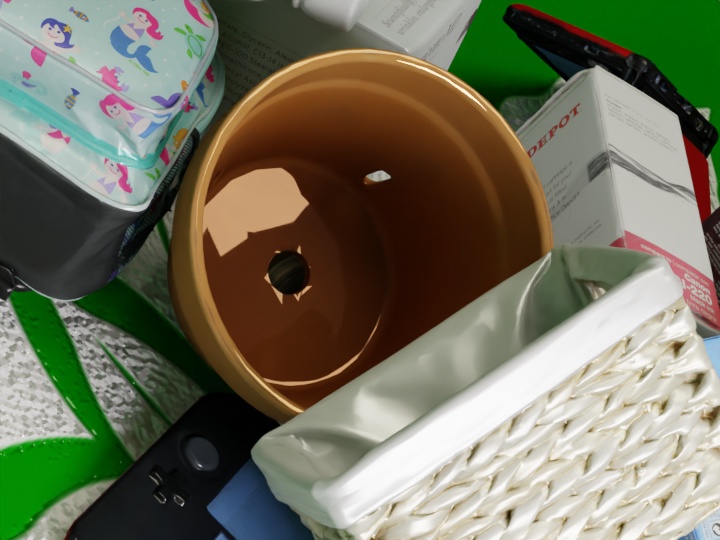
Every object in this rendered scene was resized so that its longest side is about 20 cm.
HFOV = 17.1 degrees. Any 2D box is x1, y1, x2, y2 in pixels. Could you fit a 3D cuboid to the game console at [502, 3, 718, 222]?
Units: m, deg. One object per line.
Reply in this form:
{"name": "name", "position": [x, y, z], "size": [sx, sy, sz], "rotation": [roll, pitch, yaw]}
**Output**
{"name": "game console", "position": [0.179, -0.085, 1.707], "size": [0.172, 0.119, 0.200], "rotation": [27, -1, 26]}

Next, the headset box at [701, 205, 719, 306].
{"name": "headset box", "position": [0.295, -0.006, 1.640], "size": [0.149, 0.200, 0.077], "rotation": [3, 48, -48]}

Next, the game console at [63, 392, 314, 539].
{"name": "game console", "position": [-0.042, 0.166, 1.220], "size": [0.200, 0.031, 0.177], "rotation": [46, 32, 0]}

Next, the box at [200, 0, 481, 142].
{"name": "box", "position": [-0.047, -0.160, 1.437], "size": [0.200, 0.131, 0.199], "rotation": [30, 32, 6]}

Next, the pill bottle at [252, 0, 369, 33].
{"name": "pill bottle", "position": [-0.073, -0.215, 1.277], "size": [0.200, 0.113, 0.113], "rotation": [28, 33, 2]}

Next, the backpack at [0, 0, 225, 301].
{"name": "backpack", "position": [-0.162, -0.101, 1.270], "size": [0.177, 0.151, 0.200], "rotation": [33, 28, -1]}

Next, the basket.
{"name": "basket", "position": [0.071, 0.091, 1.138], "size": [0.124, 0.200, 0.136], "rotation": [60, -12, -12]}

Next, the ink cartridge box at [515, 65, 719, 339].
{"name": "ink cartridge box", "position": [0.140, -0.007, 1.512], "size": [0.085, 0.146, 0.200], "rotation": [26, 38, -29]}

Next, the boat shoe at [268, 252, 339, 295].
{"name": "boat shoe", "position": [0.000, 0.000, 1.425], "size": [0.200, 0.072, 0.068], "rotation": [3, 38, -48]}

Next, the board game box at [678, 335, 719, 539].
{"name": "board game box", "position": [0.253, 0.104, 1.384], "size": [0.199, 0.037, 0.152], "rotation": [-12, 79, -28]}

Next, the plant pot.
{"name": "plant pot", "position": [-0.016, -0.005, 1.268], "size": [0.199, 0.140, 0.201], "rotation": [3, 82, -21]}
